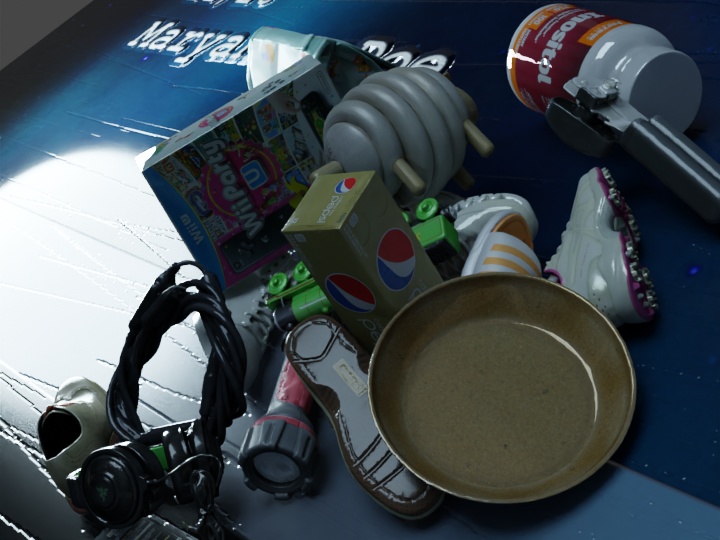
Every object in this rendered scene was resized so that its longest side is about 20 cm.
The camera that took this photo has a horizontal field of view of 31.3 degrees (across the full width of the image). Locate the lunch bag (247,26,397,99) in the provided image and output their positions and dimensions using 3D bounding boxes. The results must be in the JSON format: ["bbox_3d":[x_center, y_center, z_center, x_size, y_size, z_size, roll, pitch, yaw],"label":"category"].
[{"bbox_3d":[-0.029,-0.174,1.376,0.122,0.201,0.170,-39,30,-14],"label":"lunch bag"}]

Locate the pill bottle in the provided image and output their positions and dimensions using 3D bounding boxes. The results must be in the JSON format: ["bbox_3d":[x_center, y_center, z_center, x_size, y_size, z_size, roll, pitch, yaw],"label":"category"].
[{"bbox_3d":[0.236,-0.189,1.248,0.113,0.113,0.200,-36,30,-10],"label":"pill bottle"}]

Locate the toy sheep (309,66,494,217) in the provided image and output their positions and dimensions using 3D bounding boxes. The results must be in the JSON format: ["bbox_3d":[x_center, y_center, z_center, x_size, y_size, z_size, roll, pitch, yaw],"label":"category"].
[{"bbox_3d":[0.034,-0.118,1.182,0.199,0.139,0.137,-29,24,-37],"label":"toy sheep"}]

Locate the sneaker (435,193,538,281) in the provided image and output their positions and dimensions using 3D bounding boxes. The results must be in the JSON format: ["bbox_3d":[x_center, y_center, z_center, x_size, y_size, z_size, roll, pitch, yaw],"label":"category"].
[{"bbox_3d":[0.069,-0.003,1.154,0.199,0.075,0.081,-26,20,23],"label":"sneaker"}]

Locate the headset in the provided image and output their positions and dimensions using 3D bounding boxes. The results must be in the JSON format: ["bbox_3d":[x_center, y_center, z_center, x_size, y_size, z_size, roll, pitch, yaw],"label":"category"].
[{"bbox_3d":[-0.162,0.179,1.048,0.123,0.095,0.199,-14,1,-30],"label":"headset"}]

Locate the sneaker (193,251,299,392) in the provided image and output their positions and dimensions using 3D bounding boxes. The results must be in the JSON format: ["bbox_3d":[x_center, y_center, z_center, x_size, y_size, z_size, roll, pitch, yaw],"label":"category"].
[{"bbox_3d":[-0.098,0.034,1.255,0.115,0.074,0.200,-30,29,7],"label":"sneaker"}]

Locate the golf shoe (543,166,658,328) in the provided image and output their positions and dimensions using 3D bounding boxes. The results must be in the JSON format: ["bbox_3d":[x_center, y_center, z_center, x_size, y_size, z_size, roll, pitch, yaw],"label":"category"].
[{"bbox_3d":[0.189,-0.018,1.079,0.091,0.076,0.201,-27,27,20],"label":"golf shoe"}]

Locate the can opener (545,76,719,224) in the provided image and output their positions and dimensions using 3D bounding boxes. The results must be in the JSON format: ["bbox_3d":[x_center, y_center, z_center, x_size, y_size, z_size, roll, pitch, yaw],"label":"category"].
[{"bbox_3d":[0.247,-0.104,1.111,0.052,0.067,0.200,-15,46,-40],"label":"can opener"}]

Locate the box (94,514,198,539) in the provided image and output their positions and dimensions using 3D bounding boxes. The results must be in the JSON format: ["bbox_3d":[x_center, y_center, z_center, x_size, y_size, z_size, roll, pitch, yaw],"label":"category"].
[{"bbox_3d":[-0.199,0.286,0.999,0.160,0.044,0.200,11,50,49],"label":"box"}]

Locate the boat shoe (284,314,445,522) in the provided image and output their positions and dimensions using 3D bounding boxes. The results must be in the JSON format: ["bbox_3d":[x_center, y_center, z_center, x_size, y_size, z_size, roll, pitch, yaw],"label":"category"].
[{"bbox_3d":[0.013,0.122,1.029,0.074,0.075,0.203,-31,53,-2],"label":"boat shoe"}]

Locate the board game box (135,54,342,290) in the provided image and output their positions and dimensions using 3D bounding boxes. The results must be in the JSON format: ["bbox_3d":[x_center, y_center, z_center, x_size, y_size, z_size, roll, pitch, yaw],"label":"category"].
[{"bbox_3d":[-0.095,-0.093,1.250,0.199,0.148,0.064,-32,24,-5],"label":"board game box"}]

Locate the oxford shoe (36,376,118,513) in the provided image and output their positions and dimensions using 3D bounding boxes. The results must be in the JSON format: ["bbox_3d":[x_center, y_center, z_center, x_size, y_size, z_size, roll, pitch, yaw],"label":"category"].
[{"bbox_3d":[-0.275,0.147,1.243,0.070,0.075,0.200,-33,29,-2],"label":"oxford shoe"}]

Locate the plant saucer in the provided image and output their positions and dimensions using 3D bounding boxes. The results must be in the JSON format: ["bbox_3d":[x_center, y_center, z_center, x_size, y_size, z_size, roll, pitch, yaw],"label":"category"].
[{"bbox_3d":[0.105,0.091,0.964,0.198,0.036,0.202,-3,53,4],"label":"plant saucer"}]

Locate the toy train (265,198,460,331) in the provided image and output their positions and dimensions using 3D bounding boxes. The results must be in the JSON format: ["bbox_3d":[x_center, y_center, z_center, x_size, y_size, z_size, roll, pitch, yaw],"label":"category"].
[{"bbox_3d":[0.000,0.000,1.127,0.199,0.042,0.057,-26,47,23],"label":"toy train"}]

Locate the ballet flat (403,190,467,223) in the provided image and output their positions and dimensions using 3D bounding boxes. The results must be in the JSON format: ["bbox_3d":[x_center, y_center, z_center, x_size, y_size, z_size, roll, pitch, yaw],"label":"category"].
[{"bbox_3d":[0.064,-0.047,1.242,0.199,0.063,0.068,4,45,44],"label":"ballet flat"}]

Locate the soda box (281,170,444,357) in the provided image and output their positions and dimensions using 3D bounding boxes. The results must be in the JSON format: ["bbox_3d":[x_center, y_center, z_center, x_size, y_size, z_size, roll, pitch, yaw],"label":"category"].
[{"bbox_3d":[0.021,0.016,1.046,0.064,0.201,0.068,-2,44,40],"label":"soda box"}]

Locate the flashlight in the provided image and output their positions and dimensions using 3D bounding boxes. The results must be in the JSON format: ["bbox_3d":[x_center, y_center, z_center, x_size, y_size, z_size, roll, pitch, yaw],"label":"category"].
[{"bbox_3d":[-0.053,0.104,1.117,0.067,0.068,0.201,-5,37,17],"label":"flashlight"}]

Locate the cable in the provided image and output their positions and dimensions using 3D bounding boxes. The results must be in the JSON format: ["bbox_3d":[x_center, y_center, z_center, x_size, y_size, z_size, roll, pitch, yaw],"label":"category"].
[{"bbox_3d":[-0.167,0.103,1.178,0.163,0.051,0.201,51,119,31],"label":"cable"}]

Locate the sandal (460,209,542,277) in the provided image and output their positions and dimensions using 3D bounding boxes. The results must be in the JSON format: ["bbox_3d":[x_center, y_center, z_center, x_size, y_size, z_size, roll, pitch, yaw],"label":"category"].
[{"bbox_3d":[0.113,0.042,1.057,0.059,0.079,0.208,-1,51,42],"label":"sandal"}]
